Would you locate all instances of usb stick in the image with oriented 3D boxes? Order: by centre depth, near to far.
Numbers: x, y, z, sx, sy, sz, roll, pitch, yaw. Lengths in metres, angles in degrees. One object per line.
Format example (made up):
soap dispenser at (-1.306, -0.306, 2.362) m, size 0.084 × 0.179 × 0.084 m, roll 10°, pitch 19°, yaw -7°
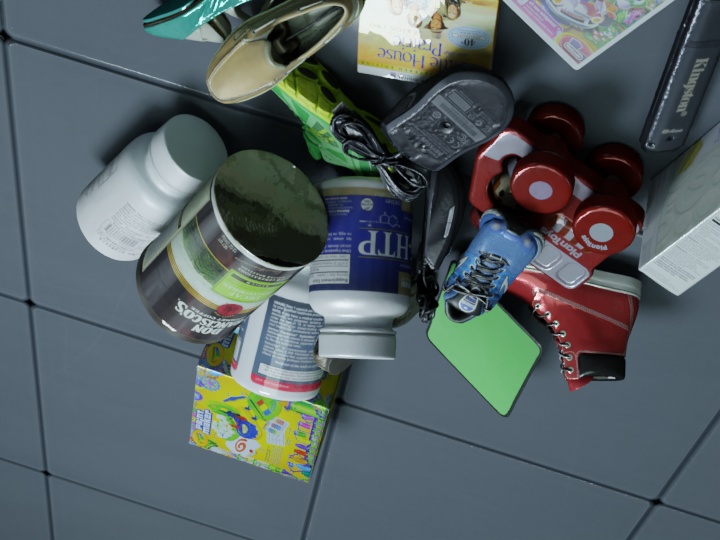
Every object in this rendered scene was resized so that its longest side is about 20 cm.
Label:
usb stick at (0.323, -0.196, 1.080) m, size 0.055 × 0.033 × 0.201 m, roll -14°, pitch 141°, yaw -19°

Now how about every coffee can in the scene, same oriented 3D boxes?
coffee can at (-0.149, -0.024, 1.253) m, size 0.146 × 0.147 × 0.200 m, roll 34°, pitch 137°, yaw -16°

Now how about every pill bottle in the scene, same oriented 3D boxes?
pill bottle at (0.000, 0.000, 1.270) m, size 0.118 × 0.202 × 0.120 m, roll 2°, pitch 175°, yaw 0°
pill bottle at (-0.251, -0.102, 1.338) m, size 0.114 × 0.115 × 0.199 m, roll 38°, pitch 135°, yaw -20°
pill bottle at (-0.086, 0.050, 1.382) m, size 0.118 × 0.120 × 0.202 m, roll 16°, pitch 104°, yaw 4°

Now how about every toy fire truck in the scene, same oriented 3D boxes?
toy fire truck at (0.204, -0.072, 1.200) m, size 0.199 × 0.113 × 0.168 m, roll 32°, pitch 135°, yaw -12°

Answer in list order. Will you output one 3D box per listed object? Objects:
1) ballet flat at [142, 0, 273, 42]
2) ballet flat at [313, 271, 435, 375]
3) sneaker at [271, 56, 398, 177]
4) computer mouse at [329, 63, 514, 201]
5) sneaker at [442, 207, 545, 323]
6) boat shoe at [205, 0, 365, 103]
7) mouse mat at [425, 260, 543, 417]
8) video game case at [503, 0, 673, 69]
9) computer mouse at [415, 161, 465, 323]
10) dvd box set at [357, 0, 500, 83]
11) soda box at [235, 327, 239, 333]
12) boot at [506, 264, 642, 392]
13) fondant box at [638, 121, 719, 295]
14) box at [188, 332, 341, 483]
ballet flat at (-0.146, -0.277, 1.150) m, size 0.199 × 0.068 × 0.071 m, roll -22°, pitch 118°, yaw 35°
ballet flat at (0.016, 0.057, 1.366) m, size 0.046 × 0.200 × 0.068 m, roll 34°, pitch 148°, yaw 32°
sneaker at (-0.043, -0.164, 1.227) m, size 0.200 × 0.074 × 0.083 m, roll 41°, pitch 130°, yaw -22°
computer mouse at (0.076, -0.162, 1.152) m, size 0.199 × 0.053 × 0.138 m, roll -25°, pitch 124°, yaw 38°
sneaker at (0.141, 0.005, 1.210) m, size 0.078 × 0.090 × 0.200 m, roll 27°, pitch 152°, yaw 3°
boat shoe at (-0.086, -0.226, 1.109) m, size 0.199 × 0.076 × 0.072 m, roll -33°, pitch 112°, yaw 28°
mouse mat at (0.152, 0.090, 1.389) m, size 0.161 × 0.008 × 0.201 m, roll 46°, pitch 154°, yaw 20°
video game case at (0.232, -0.288, 1.016) m, size 0.143 × 0.018 × 0.199 m, roll 36°, pitch 130°, yaw -25°
computer mouse at (0.094, -0.046, 1.286) m, size 0.046 × 0.140 × 0.202 m, roll 4°, pitch 99°, yaw 0°
dvd box set at (0.069, -0.277, 1.101) m, size 0.145 × 0.030 × 0.201 m, roll 12°, pitch 137°, yaw 9°
soda box at (-0.147, 0.047, 1.493) m, size 0.198 × 0.064 × 0.069 m, roll 20°, pitch 138°, yaw 1°
boot at (0.224, 0.063, 1.306) m, size 0.198 × 0.146 × 0.072 m, roll 13°, pitch 170°, yaw 8°
fondant box at (0.370, -0.086, 1.102) m, size 0.058 × 0.145 × 0.200 m, roll 32°, pitch 136°, yaw -13°
box at (-0.134, 0.179, 1.582) m, size 0.191 × 0.123 × 0.201 m, roll 18°, pitch 139°, yaw 2°
